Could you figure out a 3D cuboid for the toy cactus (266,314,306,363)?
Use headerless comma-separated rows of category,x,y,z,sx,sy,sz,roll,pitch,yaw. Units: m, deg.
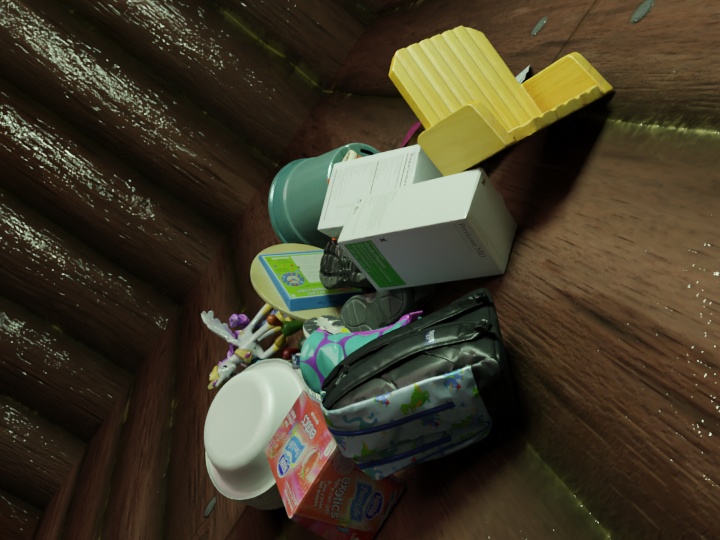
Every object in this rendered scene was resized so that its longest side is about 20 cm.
toy cactus,-0.072,0.079,1.379,0.201,0.102,0.164,-53,25,-20

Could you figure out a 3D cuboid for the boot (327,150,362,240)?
boot,-0.026,-0.096,1.329,0.203,0.106,0.075,-63,21,-12

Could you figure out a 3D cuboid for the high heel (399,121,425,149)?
high heel,0.099,-0.216,1.445,0.097,0.066,0.201,-60,10,26

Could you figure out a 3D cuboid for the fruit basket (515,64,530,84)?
fruit basket,0.189,-0.234,1.235,0.185,0.094,0.200,-41,1,22

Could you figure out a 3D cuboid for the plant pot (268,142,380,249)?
plant pot,-0.043,-0.135,1.496,0.195,0.199,0.203,-19,39,57

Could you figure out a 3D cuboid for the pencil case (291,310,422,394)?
pencil case,0.009,0.107,1.008,0.197,0.095,0.084,-11,1,44

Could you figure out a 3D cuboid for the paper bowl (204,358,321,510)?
paper bowl,-0.142,0.224,1.143,0.198,0.104,0.205,-21,53,31

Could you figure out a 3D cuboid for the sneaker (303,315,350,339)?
sneaker,-0.027,0.138,1.173,0.076,0.081,0.200,-14,28,-12

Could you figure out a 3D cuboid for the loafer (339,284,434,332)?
loafer,0.037,0.059,1.166,0.199,0.062,0.074,-31,70,58

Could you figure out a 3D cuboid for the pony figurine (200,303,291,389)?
pony figurine,-0.230,0.141,1.622,0.199,0.167,0.193,-38,22,1

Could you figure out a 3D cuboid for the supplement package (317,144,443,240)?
supplement package,0.046,-0.098,1.197,0.198,0.108,0.116,-3,68,51

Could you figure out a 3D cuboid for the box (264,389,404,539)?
box,-0.037,0.233,0.957,0.096,0.102,0.200,-56,18,-1

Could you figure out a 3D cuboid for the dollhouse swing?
dollhouse swing,0.163,-0.241,1.003,0.198,0.179,0.181,-27,2,-29

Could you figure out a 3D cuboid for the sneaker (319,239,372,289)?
sneaker,0.000,0.000,1.213,0.199,0.078,0.077,10,88,63

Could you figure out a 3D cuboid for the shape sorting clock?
shape sorting clock,-0.084,0.021,1.327,0.201,0.195,0.040,-86,11,-59

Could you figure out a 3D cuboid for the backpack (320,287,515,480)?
backpack,0.054,0.121,0.823,0.195,0.157,0.164,-13,24,7

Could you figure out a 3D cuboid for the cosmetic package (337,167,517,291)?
cosmetic package,0.083,-0.047,1.018,0.197,0.108,0.086,-9,45,41
